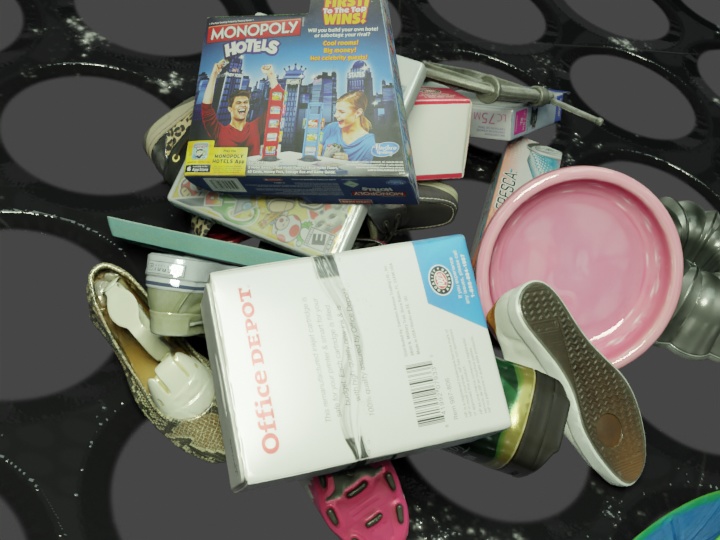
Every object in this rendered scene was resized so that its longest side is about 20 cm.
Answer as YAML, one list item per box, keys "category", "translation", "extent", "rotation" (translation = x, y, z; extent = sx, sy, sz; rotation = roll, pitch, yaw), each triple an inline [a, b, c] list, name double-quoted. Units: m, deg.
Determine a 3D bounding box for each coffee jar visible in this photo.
- category: "coffee jar"
  translation: [0.072, 0.105, 0.802]
  extent: [0.196, 0.105, 0.087]
  rotation: [20, 71, 0]

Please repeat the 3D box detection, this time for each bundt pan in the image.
- category: "bundt pan"
  translation: [0.358, -0.003, 1.037]
  extent: [0.197, 0.077, 0.204]
  rotation: [10, 45, -10]

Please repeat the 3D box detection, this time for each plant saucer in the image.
- category: "plant saucer"
  translation: [0.206, 0.000, 0.915]
  extent: [0.196, 0.205, 0.051]
  rotation: [16, 11, -5]
- category: "plant saucer"
  translation: [-0.127, -0.016, 0.851]
  extent: [0.196, 0.070, 0.019]
  rotation: [11, 84, 14]

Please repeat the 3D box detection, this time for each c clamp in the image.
- category: "c clamp"
  translation: [0.140, -0.191, 0.982]
  extent: [0.169, 0.028, 0.198]
  rotation: [29, 21, 33]

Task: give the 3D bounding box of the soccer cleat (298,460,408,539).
- category: "soccer cleat"
  translation: [-0.031, 0.137, 0.763]
  extent: [0.069, 0.086, 0.201]
  rotation: [-38, 87, -7]

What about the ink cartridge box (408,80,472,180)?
- category: "ink cartridge box"
  translation: [0.007, -0.162, 0.999]
  extent: [0.142, 0.086, 0.200]
  rotation: [-5, 25, -21]

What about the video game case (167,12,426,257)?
- category: "video game case"
  translation: [-0.058, -0.122, 0.863]
  extent: [0.179, 0.023, 0.203]
  rotation: [20, 79, 18]

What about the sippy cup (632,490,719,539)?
- category: "sippy cup"
  translation: [0.268, 0.258, 0.710]
  extent: [0.177, 0.140, 0.131]
  rotation: [-32, 83, -36]

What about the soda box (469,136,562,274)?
- category: "soda box"
  translation: [0.167, -0.061, 1.030]
  extent: [0.067, 0.064, 0.202]
  rotation: [21, 44, 1]

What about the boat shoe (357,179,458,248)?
- category: "boat shoe"
  translation: [0.008, -0.052, 0.961]
  extent: [0.195, 0.072, 0.066]
  rotation: [1, 53, -16]

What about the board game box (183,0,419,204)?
- category: "board game box"
  translation: [-0.040, -0.164, 0.828]
  extent: [0.195, 0.062, 0.204]
  rotation: [2, 72, 14]

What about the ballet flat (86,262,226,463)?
- category: "ballet flat"
  translation: [-0.165, 0.069, 0.769]
  extent: [0.067, 0.076, 0.200]
  rotation: [-36, 65, -16]

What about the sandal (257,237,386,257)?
- category: "sandal"
  translation: [0.000, 0.000, 0.903]
  extent: [0.196, 0.045, 0.076]
  rotation: [15, 57, -16]

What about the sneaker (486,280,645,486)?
- category: "sneaker"
  translation: [0.186, 0.105, 0.870]
  extent: [0.072, 0.084, 0.202]
  rotation: [-30, 89, -29]

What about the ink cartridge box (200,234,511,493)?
- category: "ink cartridge box"
  translation: [-0.009, 0.067, 0.693]
  extent: [0.196, 0.084, 0.148]
  rotation: [-8, 75, -17]

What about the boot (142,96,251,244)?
- category: "boot"
  translation: [-0.109, -0.123, 0.931]
  extent: [0.198, 0.073, 0.152]
  rotation: [-32, 60, 4]

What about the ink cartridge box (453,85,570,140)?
- category: "ink cartridge box"
  translation: [0.159, -0.188, 1.112]
  extent: [0.117, 0.043, 0.199]
  rotation: [11, 23, 28]

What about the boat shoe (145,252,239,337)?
- category: "boat shoe"
  translation: [-0.129, 0.024, 0.795]
  extent: [0.070, 0.063, 0.200]
  rotation: [11, -1, 17]
